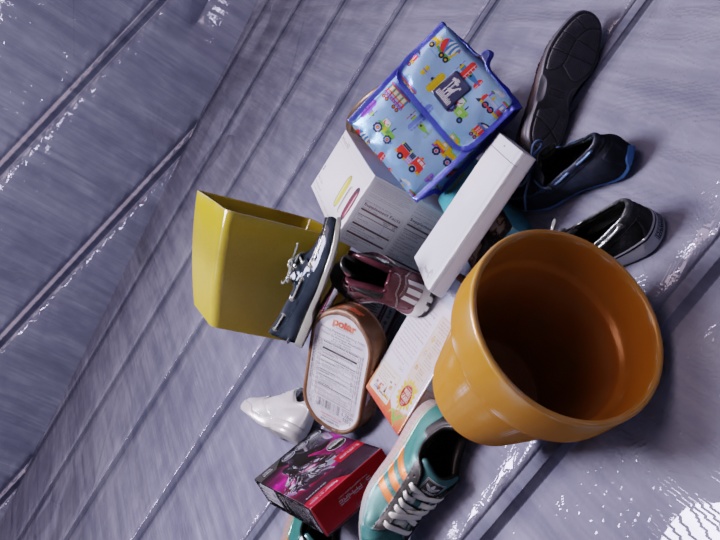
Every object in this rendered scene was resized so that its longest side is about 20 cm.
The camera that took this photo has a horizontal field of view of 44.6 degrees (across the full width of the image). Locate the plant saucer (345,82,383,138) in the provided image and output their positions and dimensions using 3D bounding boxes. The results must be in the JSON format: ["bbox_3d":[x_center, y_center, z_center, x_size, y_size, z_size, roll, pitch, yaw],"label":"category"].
[{"bbox_3d":[0.073,-0.254,1.381,0.200,0.200,0.029,-37,70,45],"label":"plant saucer"}]

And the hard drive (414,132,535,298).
[{"bbox_3d":[0.139,-0.073,1.101,0.200,0.027,0.132,-57,13,14],"label":"hard drive"}]

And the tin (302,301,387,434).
[{"bbox_3d":[-0.024,0.140,1.233,0.112,0.042,0.200,22,118,25],"label":"tin"}]

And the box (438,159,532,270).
[{"bbox_3d":[0.166,-0.067,1.161,0.082,0.049,0.200,-54,27,22],"label":"box"}]

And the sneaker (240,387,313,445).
[{"bbox_3d":[-0.126,0.229,1.450,0.200,0.075,0.089,7,60,58],"label":"sneaker"}]

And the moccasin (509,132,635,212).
[{"bbox_3d":[0.238,-0.129,1.054,0.200,0.068,0.081,-27,45,56],"label":"moccasin"}]

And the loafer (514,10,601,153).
[{"bbox_3d":[0.249,-0.243,1.142,0.200,0.072,0.063,-68,19,-5],"label":"loafer"}]

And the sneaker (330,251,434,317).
[{"bbox_3d":[0.000,0.000,1.165,0.200,0.115,0.076,12,80,50],"label":"sneaker"}]

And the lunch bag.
[{"bbox_3d":[0.109,-0.215,1.163,0.200,0.151,0.094,-45,-10,30],"label":"lunch bag"}]

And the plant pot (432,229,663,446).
[{"bbox_3d":[0.165,0.090,0.881,0.183,0.200,0.200,124,159,-56],"label":"plant pot"}]

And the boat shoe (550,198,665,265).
[{"bbox_3d":[0.233,-0.018,0.962,0.199,0.068,0.074,-31,40,50],"label":"boat shoe"}]

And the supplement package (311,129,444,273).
[{"bbox_3d":[0.032,-0.103,1.328,0.111,0.156,0.200,-56,26,16],"label":"supplement package"}]

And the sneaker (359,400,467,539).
[{"bbox_3d":[0.063,0.251,1.024,0.200,0.071,0.080,-64,21,-2],"label":"sneaker"}]

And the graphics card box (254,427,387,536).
[{"bbox_3d":[-0.051,0.282,1.196,0.125,0.051,0.200,-37,14,-23],"label":"graphics card box"}]

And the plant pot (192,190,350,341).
[{"bbox_3d":[-0.157,-0.002,1.332,0.200,0.200,0.177,31,105,65],"label":"plant pot"}]

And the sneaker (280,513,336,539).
[{"bbox_3d":[-0.077,0.396,1.178,0.080,0.071,0.200,-35,36,54],"label":"sneaker"}]

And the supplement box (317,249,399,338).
[{"bbox_3d":[-0.022,0.036,1.366,0.131,0.103,0.200,-64,26,1],"label":"supplement box"}]

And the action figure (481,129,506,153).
[{"bbox_3d":[0.119,-0.198,1.287,0.200,0.134,0.149,-21,71,26],"label":"action figure"}]

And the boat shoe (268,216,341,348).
[{"bbox_3d":[-0.076,0.012,1.220,0.075,0.062,0.200,-67,-3,-65],"label":"boat shoe"}]

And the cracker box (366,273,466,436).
[{"bbox_3d":[0.096,0.106,1.127,0.200,0.058,0.134,-61,24,10],"label":"cracker box"}]
